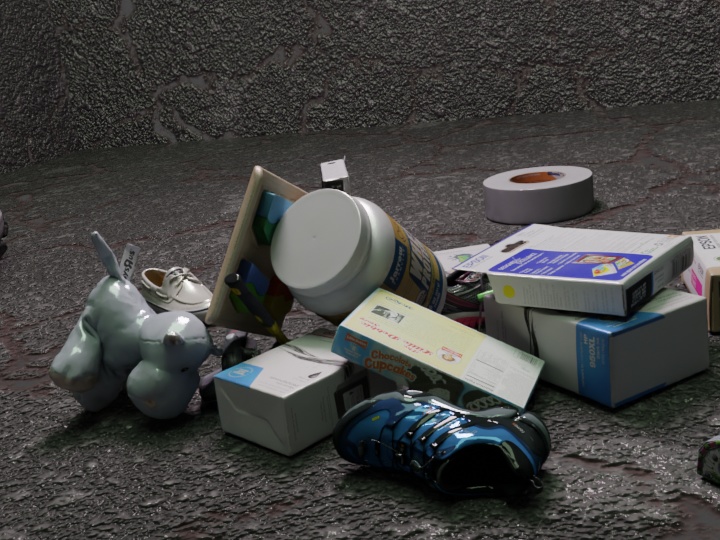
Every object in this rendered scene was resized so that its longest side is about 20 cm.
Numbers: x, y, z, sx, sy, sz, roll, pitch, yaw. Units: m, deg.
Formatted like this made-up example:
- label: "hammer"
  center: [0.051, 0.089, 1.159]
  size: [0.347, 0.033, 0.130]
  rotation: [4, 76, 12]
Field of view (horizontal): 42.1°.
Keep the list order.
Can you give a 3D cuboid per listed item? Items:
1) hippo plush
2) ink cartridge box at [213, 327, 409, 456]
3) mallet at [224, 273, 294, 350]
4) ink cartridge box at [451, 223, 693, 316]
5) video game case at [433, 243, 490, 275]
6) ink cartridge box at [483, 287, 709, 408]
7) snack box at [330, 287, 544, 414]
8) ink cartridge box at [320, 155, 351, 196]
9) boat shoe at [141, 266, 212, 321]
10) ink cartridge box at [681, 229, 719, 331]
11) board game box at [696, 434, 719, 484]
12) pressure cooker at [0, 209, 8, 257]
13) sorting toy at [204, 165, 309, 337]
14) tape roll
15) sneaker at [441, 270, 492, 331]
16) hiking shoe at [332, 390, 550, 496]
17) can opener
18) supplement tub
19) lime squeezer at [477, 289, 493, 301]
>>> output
- label: "hippo plush"
  center: [-0.234, 0.085, 1.071]
  size: [0.161, 0.200, 0.159]
  rotation: [18, -3, 22]
- label: "ink cartridge box"
  center: [-0.043, 0.118, 1.008]
  size: [0.116, 0.067, 0.200]
  rotation: [9, 22, 43]
- label: "mallet"
  center: [-0.091, 0.064, 1.050]
  size: [0.066, 0.200, 0.041]
  rotation: [10, 62, 21]
- label: "ink cartridge box"
  center: [0.238, -0.004, 1.041]
  size: [0.200, 0.047, 0.198]
  rotation: [4, 19, 39]
- label: "video game case"
  center: [0.122, 0.006, 1.396]
  size: [0.182, 0.024, 0.200]
  rotation: [-8, 16, -1]
- label: "ink cartridge box"
  center: [0.252, 0.065, 1.021]
  size: [0.144, 0.084, 0.200]
  rotation: [-16, 17, -29]
- label: "snack box"
  center: [0.082, 0.089, 0.964]
  size: [0.200, 0.037, 0.116]
  rotation: [24, 25, 13]
- label: "ink cartridge box"
  center: [-0.031, -0.056, 1.372]
  size: [0.043, 0.198, 0.200]
  rotation: [-4, 15, 0]
- label: "boat shoe"
  center: [-0.274, 0.031, 1.411]
  size: [0.071, 0.070, 0.200]
  rotation: [-19, 19, -34]
- label: "ink cartridge box"
  center: [0.492, 0.004, 1.141]
  size: [0.165, 0.075, 0.200]
  rotation: [-4, 17, 10]
- label: "board game box"
  center: [0.370, 0.150, 0.716]
  size: [0.200, 0.062, 0.200]
  rotation: [-15, 18, -27]
- label: "pressure cooker"
  center: [-0.804, -0.085, 1.869]
  size: [0.178, 0.176, 0.200]
  rotation: [-7, 19, -12]
- label: "sorting toy"
  center: [-0.105, -0.014, 1.113]
  size: [0.036, 0.185, 0.200]
  rotation: [17, -2, 19]
- label: "tape roll"
  center: [0.330, -0.142, 1.733]
  size: [0.200, 0.066, 0.200]
  rotation: [-6, 16, 2]
- label: "sneaker"
  center: [0.171, 0.028, 1.207]
  size: [0.200, 0.075, 0.081]
  rotation: [-10, 16, -11]
- label: "hiking shoe"
  center: [0.063, 0.154, 0.822]
  size: [0.200, 0.074, 0.087]
  rotation: [-2, 16, 19]
- label: "can opener"
  center: [-0.150, 0.098, 1.133]
  size: [0.079, 0.063, 0.200]
  rotation: [-8, 16, 2]
- label: "supplement tub"
  center: [0.000, 0.000, 1.112]
  size: [0.145, 0.145, 0.200]
  rotation: [4, -19, 34]
- label: "lime squeezer"
  center: [0.247, 0.014, 1.162]
  size: [0.200, 0.038, 0.071]
  rotation: [0, -16, -19]
